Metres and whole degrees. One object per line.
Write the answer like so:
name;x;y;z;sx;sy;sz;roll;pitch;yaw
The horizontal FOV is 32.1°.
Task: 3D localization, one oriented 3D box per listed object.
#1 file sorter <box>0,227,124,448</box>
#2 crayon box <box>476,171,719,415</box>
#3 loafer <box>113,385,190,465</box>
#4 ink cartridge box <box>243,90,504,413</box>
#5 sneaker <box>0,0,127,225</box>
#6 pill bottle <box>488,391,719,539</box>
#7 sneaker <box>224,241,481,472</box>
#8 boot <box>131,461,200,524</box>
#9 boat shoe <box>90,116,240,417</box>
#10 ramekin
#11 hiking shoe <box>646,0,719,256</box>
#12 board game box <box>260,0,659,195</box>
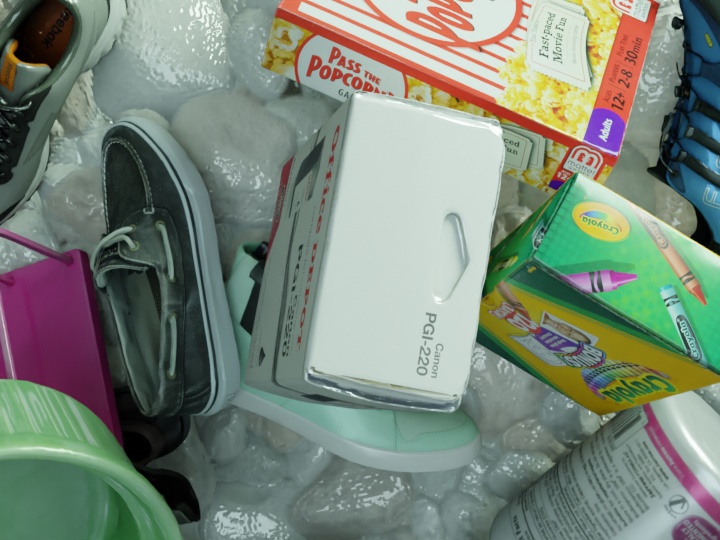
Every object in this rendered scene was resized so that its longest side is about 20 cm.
file sorter;-0.278;0.069;0.794;0.199;0.125;0.140;-18;74;11
crayon box;0.133;0.022;0.723;0.118;0.200;0.059;31;76;-1
loafer;-0.215;0.130;0.857;0.199;0.063;0.072;-20;102;11
ink cartridge box;0.000;0.000;0.682;0.084;0.200;0.147;12;82;-14
sneaker;-0.225;-0.108;0.797;0.074;0.079;0.201;32;106;-3
pill bottle;0.155;0.173;0.794;0.113;0.113;0.200;45;110;-4
sneaker;-0.004;0.050;0.806;0.199;0.074;0.119;20;111;5
boot;-0.201;0.150;0.783;0.130;0.200;0.068;-32;63;22
boat shoe;-0.132;-0.005;0.783;0.072;0.071;0.201;-30;74;39
ramekin;-0.202;0.158;0.679;0.198;0.098;0.202;-11;118;-21
hiking shoe;0.212;-0.085;0.752;0.086;0.074;0.201;-17;100;10
board game box;0.062;-0.136;0.721;0.199;0.152;0.046;23;138;0
